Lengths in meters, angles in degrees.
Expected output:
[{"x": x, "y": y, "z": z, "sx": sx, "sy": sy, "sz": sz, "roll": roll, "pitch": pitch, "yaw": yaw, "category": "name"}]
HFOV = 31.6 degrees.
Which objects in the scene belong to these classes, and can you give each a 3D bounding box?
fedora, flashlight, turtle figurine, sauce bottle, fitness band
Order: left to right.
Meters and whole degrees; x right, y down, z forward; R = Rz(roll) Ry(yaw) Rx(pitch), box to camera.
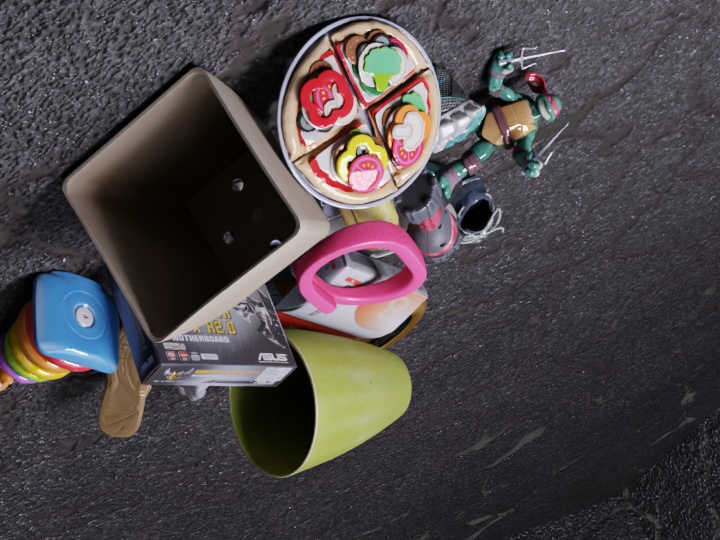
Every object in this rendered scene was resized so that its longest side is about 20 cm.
[{"x": -0.005, "y": -0.104, "z": 1.489, "sx": 0.066, "sy": 0.066, "sz": 0.200, "roll": -27, "pitch": 141, "yaw": -4, "category": "sauce bottle"}, {"x": 0.000, "y": 0.074, "z": 1.842, "sx": 0.200, "sy": 0.082, "sz": 0.201, "roll": -30, "pitch": 165, "yaw": -9, "category": "fedora"}, {"x": 0.000, "y": 0.000, "z": 1.506, "sx": 0.143, "sy": 0.038, "sz": 0.200, "roll": -20, "pitch": 156, "yaw": 12, "category": "fitness band"}, {"x": 0.076, "y": -0.062, "z": 1.502, "sx": 0.068, "sy": 0.068, "sz": 0.200, "roll": -38, "pitch": 164, "yaw": 1, "category": "flashlight"}, {"x": 0.171, "y": -0.172, "z": 1.512, "sx": 0.200, "sy": 0.150, "sz": 0.101, "roll": -25, "pitch": 173, "yaw": 5, "category": "turtle figurine"}]

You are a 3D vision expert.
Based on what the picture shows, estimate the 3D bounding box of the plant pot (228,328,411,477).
[{"x": -0.037, "y": 0.158, "z": 1.651, "sx": 0.200, "sy": 0.187, "sz": 0.187, "roll": -5, "pitch": 147, "yaw": -40, "category": "plant pot"}]

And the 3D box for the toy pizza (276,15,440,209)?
[{"x": 0.006, "y": -0.161, "z": 1.319, "sx": 0.200, "sy": 0.032, "sz": 0.201, "roll": -8, "pitch": 105, "yaw": -31, "category": "toy pizza"}]

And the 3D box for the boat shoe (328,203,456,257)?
[{"x": 0.028, "y": -0.052, "z": 1.653, "sx": 0.200, "sy": 0.074, "sz": 0.060, "roll": -13, "pitch": 152, "yaw": -25, "category": "boat shoe"}]

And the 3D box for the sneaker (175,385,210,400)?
[{"x": -0.198, "y": 0.112, "z": 1.687, "sx": 0.114, "sy": 0.076, "sz": 0.200, "roll": -32, "pitch": -176, "yaw": -14, "category": "sneaker"}]

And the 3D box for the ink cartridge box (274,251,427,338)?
[{"x": -0.034, "y": 0.065, "z": 1.664, "sx": 0.162, "sy": 0.050, "sz": 0.200, "roll": 21, "pitch": 119, "yaw": -44, "category": "ink cartridge box"}]

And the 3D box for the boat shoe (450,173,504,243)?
[{"x": 0.156, "y": -0.077, "z": 1.753, "sx": 0.075, "sy": 0.062, "sz": 0.200, "roll": -28, "pitch": 156, "yaw": -6, "category": "boat shoe"}]

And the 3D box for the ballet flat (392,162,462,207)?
[{"x": 0.065, "y": -0.108, "z": 1.575, "sx": 0.200, "sy": 0.068, "sz": 0.069, "roll": 14, "pitch": 106, "yaw": -56, "category": "ballet flat"}]

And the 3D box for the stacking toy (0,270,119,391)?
[{"x": -0.380, "y": 0.094, "z": 1.486, "sx": 0.200, "sy": 0.110, "sz": 0.116, "roll": -32, "pitch": 142, "yaw": 33, "category": "stacking toy"}]

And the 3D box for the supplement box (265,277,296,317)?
[{"x": -0.111, "y": 0.048, "z": 1.705, "sx": 0.200, "sy": 0.069, "sz": 0.067, "roll": -4, "pitch": 143, "yaw": -39, "category": "supplement box"}]

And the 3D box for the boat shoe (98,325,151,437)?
[{"x": -0.293, "y": 0.117, "z": 1.637, "sx": 0.074, "sy": 0.069, "sz": 0.200, "roll": 17, "pitch": 114, "yaw": -17, "category": "boat shoe"}]

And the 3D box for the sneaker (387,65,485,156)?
[{"x": 0.039, "y": -0.163, "z": 1.423, "sx": 0.200, "sy": 0.091, "sz": 0.078, "roll": -27, "pitch": 166, "yaw": -24, "category": "sneaker"}]

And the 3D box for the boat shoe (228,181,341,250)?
[{"x": -0.074, "y": -0.054, "z": 1.513, "sx": 0.200, "sy": 0.093, "sz": 0.075, "roll": -7, "pitch": 148, "yaw": -39, "category": "boat shoe"}]

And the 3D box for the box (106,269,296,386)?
[{"x": -0.187, "y": 0.059, "z": 1.511, "sx": 0.200, "sy": 0.159, "sz": 0.048, "roll": 7, "pitch": 141, "yaw": -42, "category": "box"}]

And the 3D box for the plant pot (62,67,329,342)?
[{"x": -0.148, "y": -0.063, "z": 1.324, "sx": 0.200, "sy": 0.200, "sz": 0.177, "roll": -37, "pitch": 167, "yaw": 17, "category": "plant pot"}]

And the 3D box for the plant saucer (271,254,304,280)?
[{"x": -0.095, "y": -0.014, "z": 1.661, "sx": 0.200, "sy": 0.019, "sz": 0.070, "roll": -9, "pitch": 149, "yaw": -38, "category": "plant saucer"}]
